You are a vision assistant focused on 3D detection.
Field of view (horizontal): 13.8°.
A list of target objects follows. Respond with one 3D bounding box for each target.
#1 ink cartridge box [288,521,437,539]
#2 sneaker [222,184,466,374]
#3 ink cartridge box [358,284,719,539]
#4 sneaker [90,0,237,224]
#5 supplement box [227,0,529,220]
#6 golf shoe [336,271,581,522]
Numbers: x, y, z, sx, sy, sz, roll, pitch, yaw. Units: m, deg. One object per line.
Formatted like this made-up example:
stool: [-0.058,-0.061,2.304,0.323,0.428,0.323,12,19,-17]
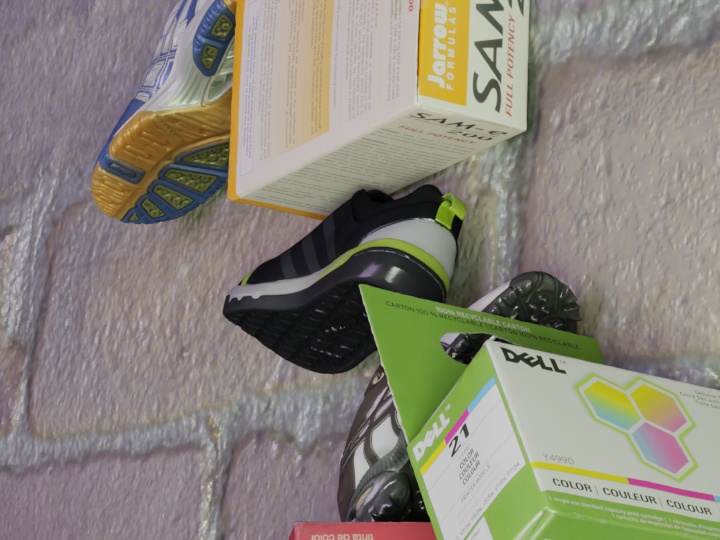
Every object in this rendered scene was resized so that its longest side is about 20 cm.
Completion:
ink cartridge box: [0.002,0.239,1.447,0.146,0.083,0.200,110,160,-64]
sneaker: [0.000,0.000,1.623,0.200,0.072,0.083,-15,43,56]
ink cartridge box: [0.096,0.067,1.331,0.076,0.148,0.200,-55,37,33]
sneaker: [-0.099,-0.116,1.820,0.200,0.075,0.088,-51,28,28]
supplement box: [0.009,-0.114,1.618,0.200,0.073,0.126,-22,60,55]
golf shoe: [0.038,0.063,1.505,0.200,0.078,0.095,-57,35,29]
